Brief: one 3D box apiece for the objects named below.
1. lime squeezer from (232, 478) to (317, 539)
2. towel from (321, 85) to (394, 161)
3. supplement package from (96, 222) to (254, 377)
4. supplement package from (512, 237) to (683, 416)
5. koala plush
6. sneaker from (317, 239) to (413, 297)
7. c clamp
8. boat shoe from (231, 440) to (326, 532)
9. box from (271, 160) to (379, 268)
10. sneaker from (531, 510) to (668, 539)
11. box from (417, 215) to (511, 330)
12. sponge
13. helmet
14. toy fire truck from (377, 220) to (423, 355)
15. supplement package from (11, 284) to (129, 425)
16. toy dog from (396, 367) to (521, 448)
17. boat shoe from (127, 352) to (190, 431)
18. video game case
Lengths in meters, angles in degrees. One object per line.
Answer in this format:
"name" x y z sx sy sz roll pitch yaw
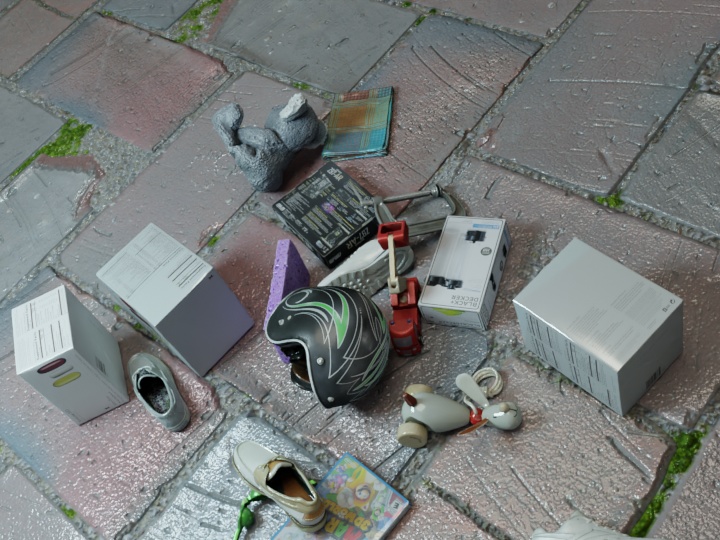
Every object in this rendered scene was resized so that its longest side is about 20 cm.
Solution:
"lime squeezer" -0.164 0.393 1.369 0.071 0.038 0.200 43 74 6
"towel" -0.004 -0.320 1.846 0.146 0.022 0.200 -5 53 16
"supplement package" -0.340 0.054 1.579 0.200 0.191 0.147 32 71 36
"supplement package" 0.368 0.085 1.318 0.152 0.151 0.200 -43 52 -13
"koala plush" -0.169 -0.277 1.779 0.200 0.177 0.184 -33 60 2
"sneaker" 0.000 0.000 1.581 0.200 0.077 0.081 -29 39 -8
"c clamp" 0.096 -0.127 1.626 0.199 0.027 0.171 -7 45 -12
"boat shoe" -0.128 0.323 1.343 0.200 0.069 0.075 31 51 31
"box" -0.060 -0.115 1.698 0.160 0.044 0.200 -39 51 -11
"sneaker" 0.325 0.373 1.170 0.199 0.078 0.100 -9 49 13
"box" 0.187 0.001 1.508 0.116 0.060 0.200 7 58 25
"sponge" -0.133 0.055 1.554 0.030 0.112 0.200 -5 53 15
"helmet" -0.043 0.125 1.421 0.190 0.200 0.200 19 63 35
"toy fire truck" 0.069 0.030 1.477 0.049 0.141 0.200 -8 52 14
"supplement package" -0.531 0.158 1.565 0.111 0.200 0.156 -25 50 1
"toy dog" 0.142 0.213 1.342 0.200 0.096 0.132 -21 50 5
"boat shoe" -0.377 0.207 1.555 0.070 0.072 0.201 -38 51 -10
"video game case" -0.037 0.397 1.321 0.143 0.018 0.200 31 70 35
